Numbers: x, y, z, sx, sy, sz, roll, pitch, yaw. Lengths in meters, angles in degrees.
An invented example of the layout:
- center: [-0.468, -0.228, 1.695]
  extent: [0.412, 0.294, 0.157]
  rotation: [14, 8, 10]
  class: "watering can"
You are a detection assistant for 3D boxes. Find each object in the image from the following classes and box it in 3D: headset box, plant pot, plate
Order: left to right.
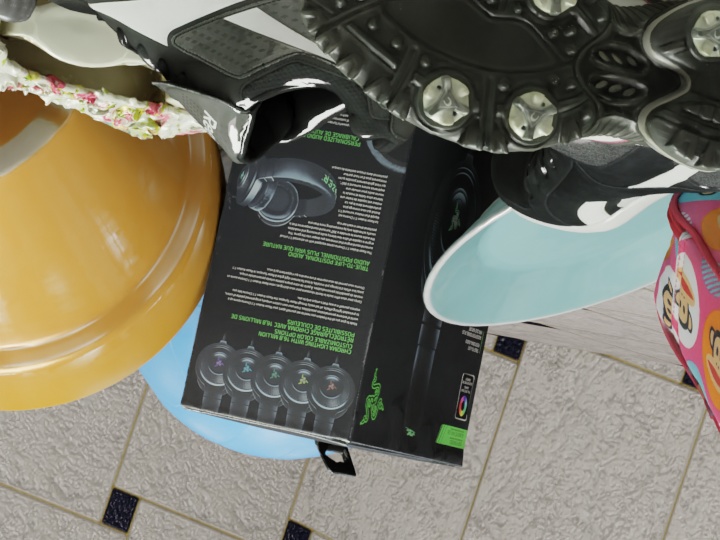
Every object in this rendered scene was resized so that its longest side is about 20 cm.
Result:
- center: [-0.171, -0.060, 1.327]
  extent: [0.199, 0.201, 0.183]
  rotation: [11, 161, 10]
  class: "plant pot"
- center: [0.000, 0.000, 1.433]
  extent: [0.092, 0.201, 0.174]
  rotation: [11, 176, 21]
  class: "headset box"
- center: [0.120, -0.028, 1.385]
  extent: [0.199, 0.026, 0.200]
  rotation: [-18, 160, -7]
  class: "plate"

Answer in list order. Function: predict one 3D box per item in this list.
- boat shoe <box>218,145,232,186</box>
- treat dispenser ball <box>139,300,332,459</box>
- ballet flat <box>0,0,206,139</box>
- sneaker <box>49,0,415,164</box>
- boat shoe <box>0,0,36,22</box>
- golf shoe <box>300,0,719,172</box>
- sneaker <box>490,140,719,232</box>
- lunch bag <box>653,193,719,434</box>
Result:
- center: [-0.109, -0.038, 1.467]
  extent: [0.073, 0.200, 0.075]
  rotation: [38, 153, 34]
  class: "boat shoe"
- center: [-0.040, 0.005, 1.637]
  extent: [0.200, 0.202, 0.201]
  rotation: [12, 177, 1]
  class: "treat dispenser ball"
- center: [-0.096, -0.092, 1.210]
  extent: [0.199, 0.076, 0.064]
  rotation: [3, -173, -41]
  class: "ballet flat"
- center: [-0.056, -0.089, 1.090]
  extent: [0.199, 0.091, 0.066]
  rotation: [11, 175, 23]
  class: "sneaker"
- center: [-0.186, -0.127, 1.118]
  extent: [0.072, 0.066, 0.200]
  rotation: [14, 176, -42]
  class: "boat shoe"
- center: [0.067, -0.076, 1.028]
  extent: [0.199, 0.078, 0.088]
  rotation: [14, -177, -17]
  class: "golf shoe"
- center: [0.087, -0.068, 1.184]
  extent: [0.111, 0.074, 0.200]
  rotation: [18, 166, -30]
  class: "sneaker"
- center: [0.238, 0.030, 1.300]
  extent: [0.175, 0.082, 0.200]
  rotation: [-3, -145, -15]
  class: "lunch bag"
